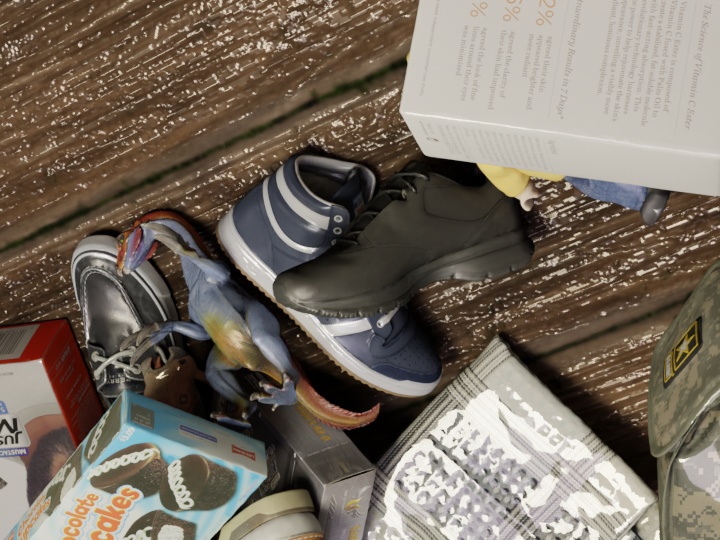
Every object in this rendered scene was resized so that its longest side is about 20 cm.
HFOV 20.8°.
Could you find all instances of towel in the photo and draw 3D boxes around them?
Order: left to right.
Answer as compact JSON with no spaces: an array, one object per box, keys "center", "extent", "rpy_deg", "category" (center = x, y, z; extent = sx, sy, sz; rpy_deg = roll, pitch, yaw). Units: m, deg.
[{"center":[0.107,0.184,1.447],"extent":[0.200,0.035,0.193],"rpy_deg":[45,102,6],"category":"towel"}]

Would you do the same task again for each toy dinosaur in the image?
[{"center":[-0.145,0.166,1.483],"extent":[0.135,0.086,0.201],"rpy_deg":[-16,129,8],"category":"toy dinosaur"},{"center":[-0.107,0.037,1.438],"extent":[0.199,0.182,0.105],"rpy_deg":[24,125,-41],"category":"toy dinosaur"}]

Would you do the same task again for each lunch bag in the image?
[{"center":[0.255,0.105,1.339],"extent":[0.117,0.164,0.201],"rpy_deg":[0,119,9],"category":"lunch bag"}]

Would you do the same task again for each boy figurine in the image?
[{"center":[0.121,-0.098,1.316],"extent":[0.199,0.065,0.125],"rpy_deg":[24,123,3],"category":"boy figurine"}]

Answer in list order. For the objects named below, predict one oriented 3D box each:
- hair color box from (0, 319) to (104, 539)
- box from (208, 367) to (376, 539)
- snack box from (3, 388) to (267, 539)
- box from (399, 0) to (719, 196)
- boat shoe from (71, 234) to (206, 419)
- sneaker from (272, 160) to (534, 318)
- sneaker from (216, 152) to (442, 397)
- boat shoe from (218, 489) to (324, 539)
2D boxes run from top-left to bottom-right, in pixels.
[{"center":[-0.260,0.144,1.581],"extent":[0.110,0.064,0.201],"rpy_deg":[-7,119,20],"category":"hair color box"},{"center":[-0.064,0.184,1.501],"extent":[0.158,0.048,0.201],"rpy_deg":[44,136,40],"category":"box"},{"center":[-0.167,0.175,1.407],"extent":[0.116,0.037,0.200],"rpy_deg":[23,127,-25],"category":"snack box"},{"center":[0.139,-0.142,1.217],"extent":[0.198,0.106,0.154],"rpy_deg":[9,81,11],"category":"box"},{"center":[-0.176,0.071,1.506],"extent":[0.071,0.068,0.201],"rpy_deg":[-5,119,20],"category":"boat shoe"},{"center":[0.024,-0.025,1.343],"extent":[0.076,0.199,0.092],"rpy_deg":[11,116,57],"category":"sneaker"},{"center":[0.000,0.000,1.409],"extent":[0.200,0.070,0.109],"rpy_deg":[40,125,-6],"category":"sneaker"},{"center":[-0.086,0.232,1.439],"extent":[0.200,0.074,0.069],"rpy_deg":[-50,55,51],"category":"boat shoe"}]
